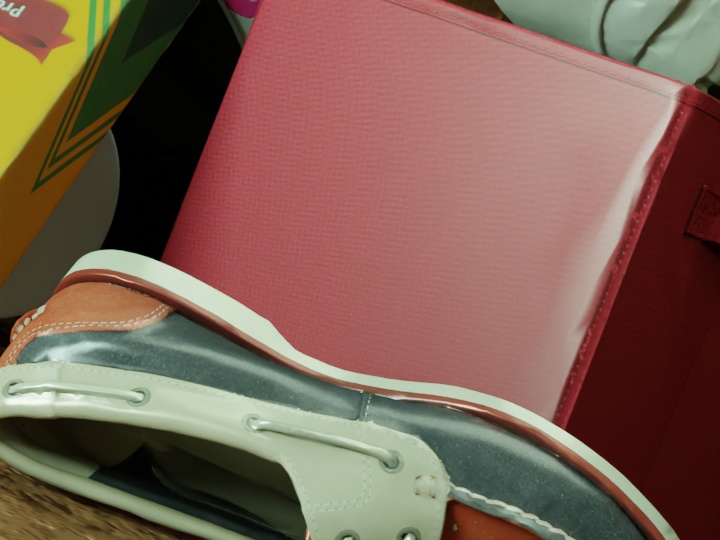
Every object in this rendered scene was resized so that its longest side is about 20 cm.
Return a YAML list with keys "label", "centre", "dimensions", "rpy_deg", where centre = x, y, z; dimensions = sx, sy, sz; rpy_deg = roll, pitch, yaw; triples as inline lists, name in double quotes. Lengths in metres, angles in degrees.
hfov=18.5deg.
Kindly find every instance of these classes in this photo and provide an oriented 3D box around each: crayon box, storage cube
- label: "crayon box"
  centre: [-0.146, -0.071, 0.745]
  dimensions: [0.127, 0.200, 0.051]
  rpy_deg: [21, -30, 15]
- label: "storage cube"
  centre: [0.046, 0.011, 0.797]
  dimensions: [0.200, 0.180, 0.171]
  rpy_deg: [22, 2, 33]

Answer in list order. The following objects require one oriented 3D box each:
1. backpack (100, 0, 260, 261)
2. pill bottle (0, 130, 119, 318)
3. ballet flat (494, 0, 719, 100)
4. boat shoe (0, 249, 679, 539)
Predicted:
- label: "backpack"
  centre: [-0.082, -0.107, 0.914]
  dimensions: [0.150, 0.178, 0.200]
  rpy_deg: [-25, 77, -42]
- label: "pill bottle"
  centre: [-0.189, -0.054, 0.858]
  dimensions: [0.200, 0.120, 0.120]
  rpy_deg: [24, 3, 40]
- label: "ballet flat"
  centre: [0.125, -0.081, 0.779]
  dimensions: [0.069, 0.070, 0.200]
  rpy_deg: [24, 2, 44]
- label: "boat shoe"
  centre: [-0.009, 0.061, 0.606]
  dimensions: [0.200, 0.071, 0.063]
  rpy_deg: [25, 44, 8]
